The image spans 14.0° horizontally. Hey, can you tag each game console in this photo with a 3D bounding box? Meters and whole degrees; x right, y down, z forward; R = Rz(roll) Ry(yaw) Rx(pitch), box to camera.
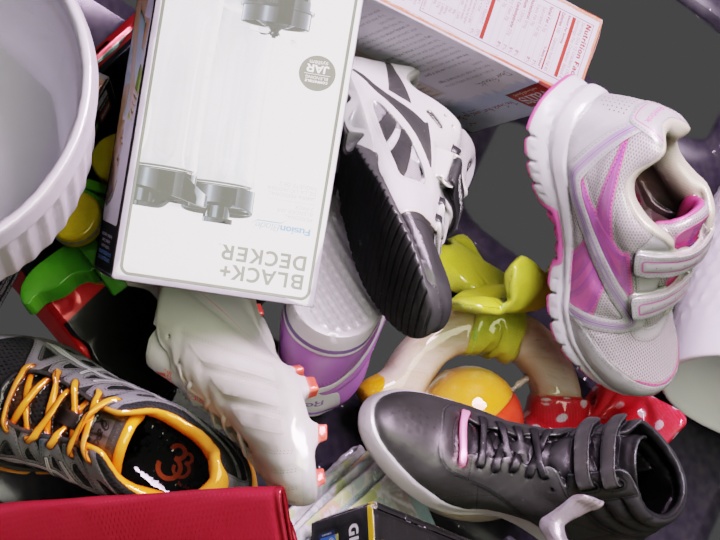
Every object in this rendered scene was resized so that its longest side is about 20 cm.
[{"bbox_3d":[-0.117,-0.042,1.696,0.200,0.031,0.177,-44,110,-21],"label":"game console"}]

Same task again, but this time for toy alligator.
[{"bbox_3d":[-0.114,-0.050,1.636,0.054,0.059,0.200,27,71,25],"label":"toy alligator"}]

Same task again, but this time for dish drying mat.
[{"bbox_3d":[-0.124,0.158,1.594,0.018,0.199,0.077,-29,111,-64],"label":"dish drying mat"}]

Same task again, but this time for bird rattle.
[{"bbox_3d":[0.085,0.079,1.761,0.163,0.113,0.200,-35,114,-12],"label":"bird rattle"}]

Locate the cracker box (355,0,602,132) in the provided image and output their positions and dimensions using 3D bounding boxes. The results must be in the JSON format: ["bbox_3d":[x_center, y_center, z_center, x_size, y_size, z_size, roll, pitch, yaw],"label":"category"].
[{"bbox_3d":[0.022,-0.152,1.709,0.200,0.134,0.058,25,74,-22],"label":"cracker box"}]

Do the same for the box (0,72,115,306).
[{"bbox_3d":[-0.229,-0.039,1.609,0.110,0.035,0.200,25,74,11],"label":"box"}]

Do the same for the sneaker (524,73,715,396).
[{"bbox_3d":[0.156,-0.012,1.666,0.081,0.088,0.200,-43,129,-39],"label":"sneaker"}]

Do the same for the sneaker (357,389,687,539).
[{"bbox_3d":[0.099,0.102,1.663,0.200,0.099,0.071,26,53,-26],"label":"sneaker"}]

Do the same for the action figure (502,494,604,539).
[{"bbox_3d":[0.124,0.249,1.650,0.104,0.200,0.194,3,63,9],"label":"action figure"}]

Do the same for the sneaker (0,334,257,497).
[{"bbox_3d":[-0.150,0.085,1.621,0.200,0.077,0.078,19,82,1],"label":"sneaker"}]

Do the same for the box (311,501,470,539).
[{"bbox_3d":[0.041,0.244,1.623,0.160,0.049,0.201,26,53,-46],"label":"box"}]

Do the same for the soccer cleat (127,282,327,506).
[{"bbox_3d":[-0.075,0.057,1.616,0.077,0.069,0.200,-12,47,-15],"label":"soccer cleat"}]

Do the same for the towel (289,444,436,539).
[{"bbox_3d":[0.008,0.217,1.673,0.171,0.048,0.200,-37,105,-56],"label":"towel"}]

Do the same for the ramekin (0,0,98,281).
[{"bbox_3d":[-0.233,-0.080,1.550,0.200,0.105,0.201,-1,71,2],"label":"ramekin"}]

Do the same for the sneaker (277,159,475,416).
[{"bbox_3d":[-0.001,0.000,1.720,0.073,0.114,0.201,27,51,10],"label":"sneaker"}]

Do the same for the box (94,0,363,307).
[{"bbox_3d":[-0.068,-0.087,1.578,0.116,0.060,0.201,10,94,-15],"label":"box"}]

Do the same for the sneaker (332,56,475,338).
[{"bbox_3d":[0.032,-0.049,1.646,0.088,0.074,0.200,-5,51,-20],"label":"sneaker"}]

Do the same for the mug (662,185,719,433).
[{"bbox_3d":[0.289,0.001,1.787,0.147,0.200,0.176,30,64,-31],"label":"mug"}]
